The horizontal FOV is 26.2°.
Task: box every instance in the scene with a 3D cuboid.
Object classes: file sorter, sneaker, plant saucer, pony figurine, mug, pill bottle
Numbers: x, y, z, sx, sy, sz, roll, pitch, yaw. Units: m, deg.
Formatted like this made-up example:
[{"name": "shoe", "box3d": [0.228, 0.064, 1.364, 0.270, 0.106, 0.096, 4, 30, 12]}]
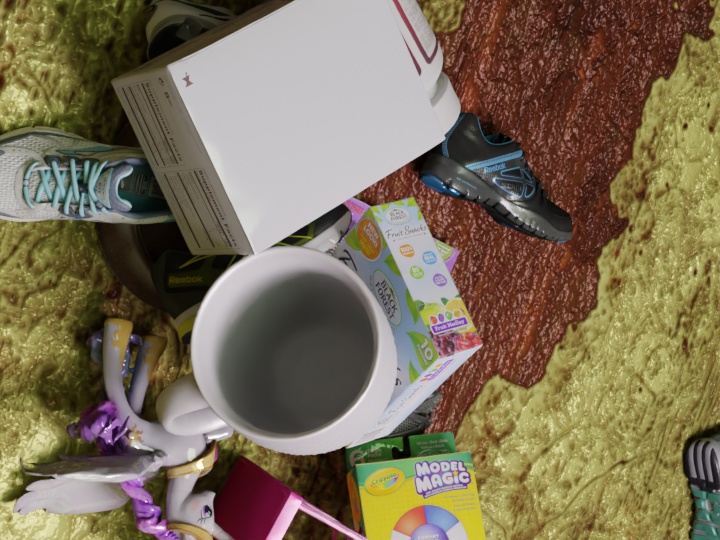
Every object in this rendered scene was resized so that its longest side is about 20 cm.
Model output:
[{"name": "file sorter", "box3d": [-0.068, 0.269, 1.371, 0.125, 0.200, 0.140, 31, 83, -15]}, {"name": "sneaker", "box3d": [-0.096, -0.178, 1.314, 0.199, 0.089, 0.074, 30, 116, -34]}, {"name": "plant saucer", "box3d": [-0.132, -0.056, 1.345, 0.199, 0.032, 0.202, -7, 104, -28]}, {"name": "sneaker", "box3d": [0.150, -0.088, 1.535, 0.199, 0.073, 0.082, 26, 85, -39]}, {"name": "sneaker", "box3d": [-0.091, -0.020, 1.313, 0.200, 0.074, 0.085, -35, 87, -33]}, {"name": "sneaker", "box3d": [0.447, 0.285, 1.861, 0.087, 0.074, 0.202, -24, 115, -35]}, {"name": "pony figurine", "box3d": [-0.188, 0.147, 1.299, 0.191, 0.167, 0.202, 7, 72, -11]}, {"name": "mug", "box3d": [-0.067, 0.082, 1.221, 0.199, 0.175, 0.149, -22, 75, 3]}, {"name": "pill bottle", "box3d": [0.007, -0.205, 1.373, 0.110, 0.109, 0.201, -44, 124, -18]}, {"name": "sneaker", "box3d": [0.048, 0.158, 1.512, 0.114, 0.076, 0.200, -33, 118, 1]}, {"name": "sneaker", "box3d": [-0.217, -0.074, 1.237, 0.198, 0.086, 0.078, 0, 97, -18]}]

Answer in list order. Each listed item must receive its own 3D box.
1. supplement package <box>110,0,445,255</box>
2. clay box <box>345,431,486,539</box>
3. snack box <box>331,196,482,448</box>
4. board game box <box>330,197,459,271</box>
[{"name": "supplement package", "box3d": [-0.062, -0.125, 1.209, 0.199, 0.111, 0.157, -32, 106, -27]}, {"name": "clay box", "box3d": [0.056, 0.247, 1.422, 0.114, 0.048, 0.202, -6, 73, -13]}, {"name": "snack box", "box3d": [0.015, 0.049, 1.332, 0.053, 0.200, 0.143, -15, 70, -32]}, {"name": "board game box", "box3d": [0.000, 0.000, 1.476, 0.199, 0.032, 0.121, 25, 91, -39]}]
